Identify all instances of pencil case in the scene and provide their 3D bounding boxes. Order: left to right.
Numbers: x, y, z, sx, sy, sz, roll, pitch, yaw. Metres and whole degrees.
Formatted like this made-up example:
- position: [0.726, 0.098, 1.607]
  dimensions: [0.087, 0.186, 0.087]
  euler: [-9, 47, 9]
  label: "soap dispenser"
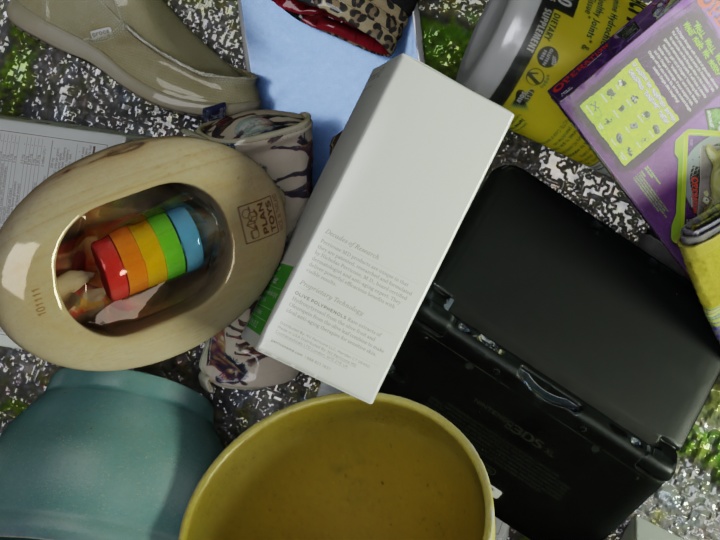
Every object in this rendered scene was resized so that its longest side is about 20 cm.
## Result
- position: [-0.076, -0.012, 1.072]
  dimensions: [0.089, 0.078, 0.201]
  euler: [-4, 112, -10]
  label: "pencil case"

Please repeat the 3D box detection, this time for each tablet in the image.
- position: [-0.015, -0.121, 1.114]
  dimensions: [0.130, 0.014, 0.201]
  euler: [-7, 93, 9]
  label: "tablet"

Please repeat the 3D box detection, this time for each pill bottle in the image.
- position: [0.172, -0.120, 1.027]
  dimensions: [0.200, 0.112, 0.113]
  euler: [24, 97, -8]
  label: "pill bottle"

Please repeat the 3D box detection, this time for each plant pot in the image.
- position: [-0.171, 0.146, 1.079]
  dimensions: [0.200, 0.200, 0.135]
  euler: [5, 68, 8]
  label: "plant pot"
- position: [0.000, 0.200, 0.998]
  dimensions: [0.199, 0.142, 0.200]
  euler: [-9, 48, 11]
  label: "plant pot"

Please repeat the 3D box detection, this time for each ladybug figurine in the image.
- position: [-0.139, -0.013, 0.967]
  dimensions: [0.199, 0.072, 0.136]
  euler: [-18, 105, -23]
  label: "ladybug figurine"

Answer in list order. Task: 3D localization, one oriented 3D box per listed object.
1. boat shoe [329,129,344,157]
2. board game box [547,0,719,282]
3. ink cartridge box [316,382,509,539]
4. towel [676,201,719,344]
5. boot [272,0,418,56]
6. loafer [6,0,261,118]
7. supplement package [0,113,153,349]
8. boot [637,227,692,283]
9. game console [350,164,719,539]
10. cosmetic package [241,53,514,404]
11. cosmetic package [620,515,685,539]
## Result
- position: [-0.002, 0.002, 1.084]
  dimensions: [0.075, 0.075, 0.203]
  euler: [-8, 100, 22]
  label: "boat shoe"
- position: [0.218, -0.076, 0.970]
  dimensions: [0.120, 0.032, 0.200]
  euler: [-38, 117, 7]
  label: "board game box"
- position: [0.023, 0.184, 1.103]
  dimensions: [0.162, 0.057, 0.201]
  euler: [19, 94, 8]
  label: "ink cartridge box"
- position: [0.287, 0.003, 0.997]
  dimensions: [0.143, 0.023, 0.200]
  euler: [-33, 130, -3]
  label: "towel"
- position: [-0.022, -0.251, 1.068]
  dimensions: [0.200, 0.073, 0.151]
  euler: [28, 85, -1]
  label: "boot"
- position: [-0.156, -0.168, 1.099]
  dimensions: [0.200, 0.076, 0.068]
  euler: [25, 108, 7]
  label: "loafer"
- position: [-0.245, -0.032, 1.084]
  dimensions: [0.199, 0.152, 0.151]
  euler: [8, 94, 8]
  label: "supplement package"
- position: [0.163, 0.018, 1.075]
  dimensions: [0.200, 0.070, 0.132]
  euler: [39, 96, -7]
  label: "boot"
- position: [0.119, 0.065, 1.038]
  dimensions: [0.200, 0.116, 0.176]
  euler: [33, 128, -4]
  label: "game console"
- position: [0.009, -0.026, 0.979]
  dimensions: [0.085, 0.108, 0.200]
  euler: [26, 86, -9]
  label: "cosmetic package"
- position: [0.213, 0.301, 1.028]
  dimensions: [0.167, 0.166, 0.201]
  euler: [24, 98, 6]
  label: "cosmetic package"
